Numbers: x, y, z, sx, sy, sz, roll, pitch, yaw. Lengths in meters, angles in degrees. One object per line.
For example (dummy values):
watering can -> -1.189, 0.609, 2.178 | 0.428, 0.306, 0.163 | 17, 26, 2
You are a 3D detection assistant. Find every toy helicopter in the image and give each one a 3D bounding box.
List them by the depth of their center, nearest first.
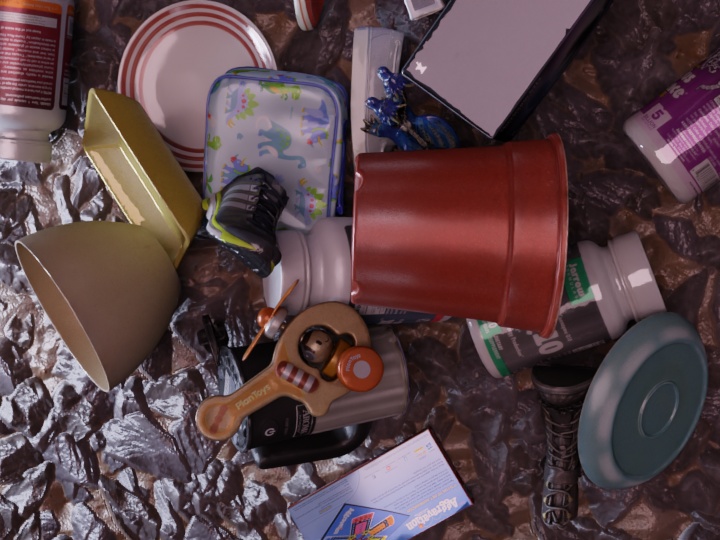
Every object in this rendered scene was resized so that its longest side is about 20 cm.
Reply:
toy helicopter -> -0.084, 0.099, 1.205 | 0.200, 0.079, 0.132 | -33, 95, -10

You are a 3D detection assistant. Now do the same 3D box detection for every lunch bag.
lunch bag -> -0.094, -0.124, 1.341 | 0.161, 0.082, 0.200 | 6, 107, 6

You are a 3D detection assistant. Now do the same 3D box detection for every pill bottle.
pill bottle -> 0.383, -0.170, 1.235 | 0.200, 0.112, 0.112 | -38, 86, 12
pill bottle -> 0.219, 0.034, 1.286 | 0.200, 0.113, 0.113 | -21, 90, 13
pill bottle -> 0.000, 0.000, 1.288 | 0.200, 0.120, 0.120 | -1, 95, -17
pill bottle -> -0.401, -0.230, 1.400 | 0.113, 0.113, 0.200 | 7, 95, 12

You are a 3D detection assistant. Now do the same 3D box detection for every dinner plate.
dinner plate -> -0.190, -0.216, 1.402 | 0.200, 0.024, 0.200 | 1, 94, 12

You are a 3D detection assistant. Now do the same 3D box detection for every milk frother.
milk frother -> -0.074, 0.108, 1.353 | 0.188, 0.181, 0.200 | -9, 59, -21

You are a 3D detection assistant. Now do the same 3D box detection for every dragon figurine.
dragon figurine -> 0.065, -0.138, 1.274 | 0.059, 0.099, 0.200 | -48, 117, -5

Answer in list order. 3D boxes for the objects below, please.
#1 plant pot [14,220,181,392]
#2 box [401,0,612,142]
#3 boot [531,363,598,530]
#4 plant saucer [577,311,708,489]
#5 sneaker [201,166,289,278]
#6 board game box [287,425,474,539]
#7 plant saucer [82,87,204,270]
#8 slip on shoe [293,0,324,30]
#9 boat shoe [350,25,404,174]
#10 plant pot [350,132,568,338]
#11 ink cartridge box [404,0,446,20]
plant pot -> -0.287, 0.021, 1.373 | 0.134, 0.200, 0.200 | -32, 87, -20
box -> 0.159, -0.244, 1.234 | 0.123, 0.198, 0.200 | 37, 101, 7
boot -> 0.217, 0.189, 1.262 | 0.069, 0.200, 0.174 | 4, 88, 17
plant saucer -> 0.305, 0.142, 1.244 | 0.027, 0.200, 0.200 | 26, 101, 46
sneaker -> -0.112, -0.059, 1.224 | 0.081, 0.200, 0.074 | -47, 117, 6
board game box -> 0.023, 0.275, 1.395 | 0.200, 0.019, 0.103 | -31, 86, 13
plant saucer -> -0.242, -0.101, 1.357 | 0.048, 0.200, 0.200 | -32, 87, -21
slip on shoe -> -0.032, -0.367, 1.334 | 0.061, 0.074, 0.200 | 16, 93, 8
boat shoe -> 0.025, -0.172, 1.333 | 0.071, 0.070, 0.201 | 0, 100, 1
plant pot -> 0.089, -0.038, 1.156 | 0.195, 0.201, 0.201 | 3, 95, 1
ink cartridge box -> 0.038, -0.365, 1.229 | 0.043, 0.198, 0.200 | -21, 103, 10
